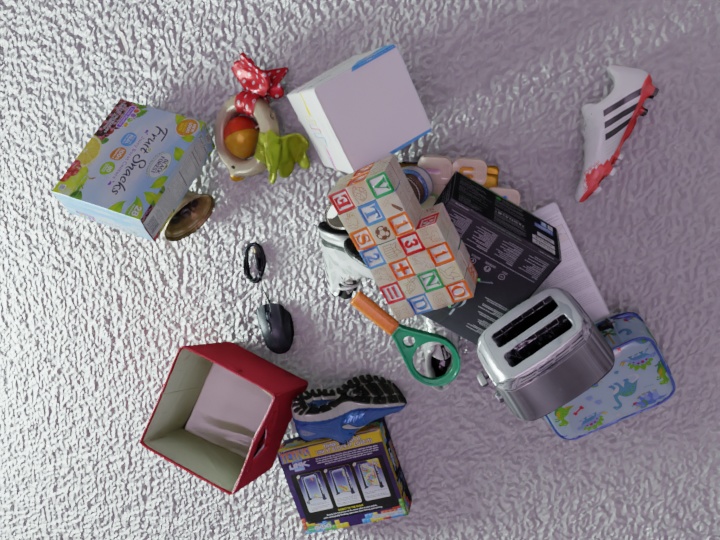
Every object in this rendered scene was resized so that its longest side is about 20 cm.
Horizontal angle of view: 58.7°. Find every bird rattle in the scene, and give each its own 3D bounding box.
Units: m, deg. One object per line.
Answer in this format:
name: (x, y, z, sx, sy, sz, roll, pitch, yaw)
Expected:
bird rattle: (-0.176, -0.228, 1.014, 0.162, 0.113, 0.201, -23, 94, 32)

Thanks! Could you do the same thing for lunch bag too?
lunch bag: (0.361, 0.166, 0.976, 0.199, 0.083, 0.161, -29, 117, 17)

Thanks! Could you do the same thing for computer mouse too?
computer mouse: (-0.163, 0.050, 1.102, 0.058, 0.034, 0.201, -16, 98, 16)

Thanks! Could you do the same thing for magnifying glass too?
magnifying glass: (0.068, 0.103, 0.981, 0.200, 0.022, 0.080, 39, 106, -8)

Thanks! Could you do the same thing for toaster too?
toaster: (0.257, 0.110, 0.880, 0.199, 0.114, 0.129, -35, 137, 12)

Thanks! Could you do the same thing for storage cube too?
storage cube: (-0.216, 0.229, 1.052, 0.199, 0.180, 0.172, 24, 92, 14)

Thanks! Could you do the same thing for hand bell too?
hand bell: (-0.348, -0.156, 1.082, 0.200, 0.104, 0.104, 46, 107, 12)

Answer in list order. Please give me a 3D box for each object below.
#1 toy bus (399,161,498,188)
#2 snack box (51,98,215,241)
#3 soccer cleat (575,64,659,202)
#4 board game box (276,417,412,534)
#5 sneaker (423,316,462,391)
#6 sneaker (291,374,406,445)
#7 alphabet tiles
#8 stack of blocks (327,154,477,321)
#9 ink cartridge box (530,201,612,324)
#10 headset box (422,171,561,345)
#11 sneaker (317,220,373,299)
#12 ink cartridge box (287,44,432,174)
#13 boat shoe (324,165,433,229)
toy bus: (0.109, -0.132, 0.981, 0.198, 0.078, 0.066, 4, 103, 11)
snack box: (-0.353, -0.162, 1.013, 0.167, 0.068, 0.201, 18, 65, 15)
soccer cleat: (0.349, -0.198, 0.927, 0.085, 0.069, 0.201, 28, 103, 14)
board game box: (-0.028, 0.363, 1.132, 0.199, 0.057, 0.167, -16, 96, 15)
sneaker: (0.132, 0.097, 1.027, 0.074, 0.081, 0.202, -2, 100, 14)
sneaker: (-0.018, 0.237, 1.073, 0.198, 0.079, 0.090, -7, 122, -16)
alphabet tiles: (0.133, -0.074, 0.950, 0.194, 0.015, 0.201, 4, 123, 11)
stack of blocks: (0.059, -0.044, 0.832, 0.115, 0.059, 0.201, -20, 112, 26)
ink cartridge box: (0.274, 0.016, 1.002, 0.161, 0.050, 0.201, -26, 89, 17)
headset box: (0.156, -0.006, 0.921, 0.173, 0.093, 0.201, 28, 123, -4)
sneaker: (0.000, 0.000, 0.999, 0.075, 0.200, 0.116, -17, 119, -24)
ink cartridge box: (-0.010, -0.229, 0.919, 0.128, 0.200, 0.126, -31, 110, -8)
boat shoe: (0.008, -0.098, 0.921, 0.199, 0.072, 0.073, -19, 104, 45)
